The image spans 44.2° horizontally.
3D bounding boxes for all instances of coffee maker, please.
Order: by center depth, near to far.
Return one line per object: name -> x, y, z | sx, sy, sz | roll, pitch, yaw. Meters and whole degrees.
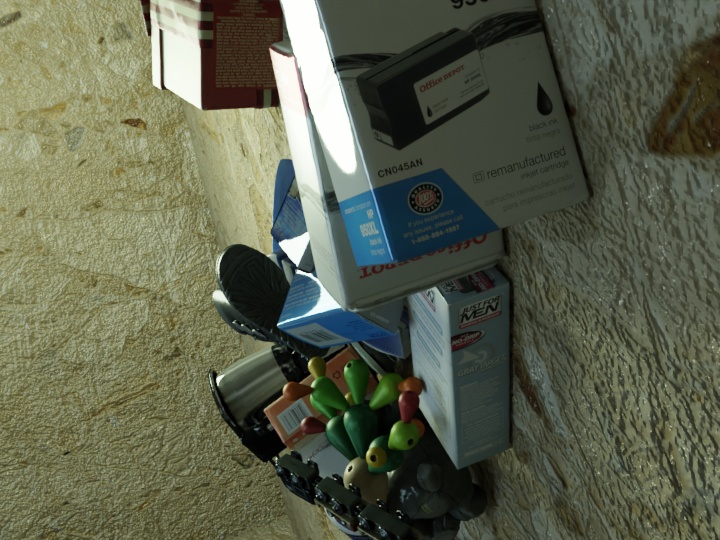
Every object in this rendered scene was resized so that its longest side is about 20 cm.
coffee maker -> -0.082, 0.158, 1.223 | 0.135, 0.199, 0.192 | 58, -179, 31

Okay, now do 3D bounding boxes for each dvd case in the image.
dvd case -> -0.035, -0.109, 0.918 | 0.202, 0.017, 0.143 | -66, 22, 9

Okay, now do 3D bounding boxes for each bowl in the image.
bowl -> -0.084, -0.044, 1.162 | 0.201, 0.039, 0.204 | 0, -90, -88

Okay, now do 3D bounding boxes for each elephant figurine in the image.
elephant figurine -> 0.048, 0.190, 0.983 | 0.155, 0.141, 0.201 | -45, 43, 29

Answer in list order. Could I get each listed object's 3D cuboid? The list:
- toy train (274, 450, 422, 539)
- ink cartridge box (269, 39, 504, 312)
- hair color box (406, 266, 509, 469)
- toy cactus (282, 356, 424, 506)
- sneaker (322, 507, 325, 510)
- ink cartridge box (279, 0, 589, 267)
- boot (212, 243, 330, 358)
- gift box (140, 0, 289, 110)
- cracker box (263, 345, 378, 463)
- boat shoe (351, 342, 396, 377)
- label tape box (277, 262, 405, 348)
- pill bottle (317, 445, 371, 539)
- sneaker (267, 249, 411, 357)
toy train -> -0.015, 0.224, 0.841 | 0.199, 0.034, 0.046 | 16, 132, 49
ink cartridge box -> 0.024, -0.088, 0.689 | 0.085, 0.144, 0.202 | -140, 36, -63
hair color box -> 0.089, 0.072, 0.810 | 0.099, 0.060, 0.202 | -124, 21, -50
toy cactus -> -0.003, 0.173, 0.876 | 0.199, 0.101, 0.167 | 2, 99, 51
sneaker -> -0.039, 0.274, 1.277 | 0.198, 0.115, 0.081 | 28, 137, 21
ink cartridge box -> 0.044, -0.119, 0.575 | 0.084, 0.143, 0.202 | 175, 77, -74
boot -> -0.129, 0.032, 1.040 | 0.165, 0.066, 0.200 | 48, 166, -20
gift box -> -0.116, -0.280, 0.922 | 0.186, 0.182, 0.203 | 34, 122, 54
cracker box -> -0.024, 0.194, 1.134 | 0.058, 0.133, 0.200 | 51, 175, 33
boat shoe -> 0.004, 0.057, 1.119 | 0.072, 0.060, 0.202 | 52, -179, -37
label tape box -> 0.001, -0.031, 0.886 | 0.143, 0.066, 0.202 | -18, 48, 57
pill bottle -> 0.017, 0.291, 1.127 | 0.200, 0.110, 0.112 | 54, -175, -49
sneaker -> -0.001, 0.000, 1.014 | 0.198, 0.115, 0.081 | 31, 155, 23
